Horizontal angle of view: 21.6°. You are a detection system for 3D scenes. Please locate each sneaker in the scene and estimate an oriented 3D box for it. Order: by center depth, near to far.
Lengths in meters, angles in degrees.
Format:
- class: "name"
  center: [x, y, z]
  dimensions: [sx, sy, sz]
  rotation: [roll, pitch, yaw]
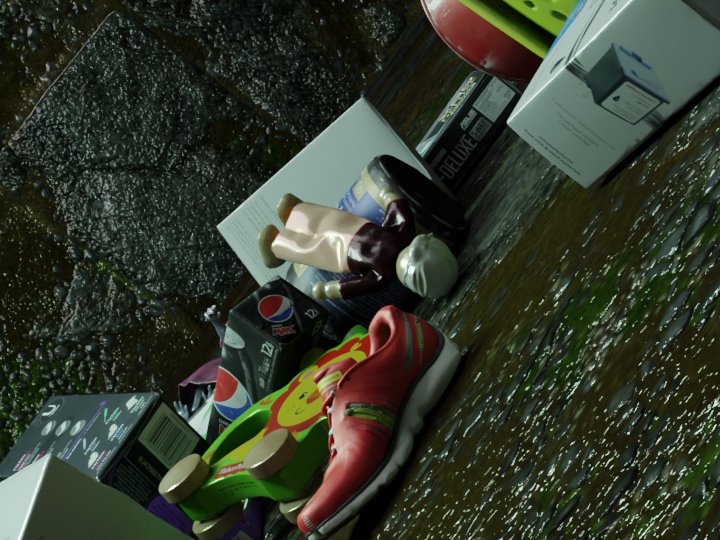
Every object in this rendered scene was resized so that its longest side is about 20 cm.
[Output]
- class: "sneaker"
  center: [-0.004, 0.108, 1.351]
  dimensions: [0.201, 0.085, 0.077]
  rotation: [-58, 8, -36]

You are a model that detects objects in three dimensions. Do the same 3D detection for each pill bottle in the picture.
- class: "pill bottle"
  center: [0.000, 0.000, 1.773]
  dimensions: [0.200, 0.112, 0.112]
  rotation: [-51, 7, 16]

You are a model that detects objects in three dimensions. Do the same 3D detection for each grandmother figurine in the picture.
- class: "grandmother figurine"
  center: [0.005, -0.020, 1.664]
  dimensions: [0.199, 0.060, 0.122]
  rotation: [18, 78, 39]

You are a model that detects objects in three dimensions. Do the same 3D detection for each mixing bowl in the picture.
- class: "mixing bowl"
  center: [0.159, -0.284, 1.711]
  dimensions: [0.201, 0.200, 0.108]
  rotation: [-57, 6, -27]

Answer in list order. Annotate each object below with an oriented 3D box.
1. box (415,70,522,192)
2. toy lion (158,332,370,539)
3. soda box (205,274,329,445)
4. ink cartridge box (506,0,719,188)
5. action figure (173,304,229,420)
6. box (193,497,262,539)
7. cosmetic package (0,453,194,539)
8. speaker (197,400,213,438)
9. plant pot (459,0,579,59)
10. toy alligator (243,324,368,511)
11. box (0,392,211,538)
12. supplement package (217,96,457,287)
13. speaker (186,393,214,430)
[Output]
- class: "box"
  center: [0.091, -0.124, 2.045]
  dimensions: [0.201, 0.050, 0.158]
  rotation: [-54, 6, 2]
- class: "toy lion"
  center: [-0.053, 0.128, 1.577]
  dimensions: [0.199, 0.069, 0.192]
  rotation: [-21, 25, 47]
- class: "soda box"
  center: [-0.089, 0.102, 1.720]
  dimensions: [0.071, 0.063, 0.201]
  rotation: [-38, -25, -39]
- class: "ink cartridge box"
  center: [0.206, -0.171, 1.312]
  dimensions: [0.147, 0.086, 0.200]
  rotation: [-58, 6, -36]
- class: "action figure"
  center: [-0.126, 0.118, 2.285]
  dimensions: [0.200, 0.133, 0.150]
  rotation: [-43, -45, -42]
- class: "box"
  center: [-0.163, 0.292, 1.728]
  dimensions: [0.201, 0.039, 0.137]
  rotation: [-53, 6, 5]
- class: "cosmetic package"
  center: [-0.272, 0.300, 1.626]
  dimensions: [0.165, 0.164, 0.201]
  rotation: [-30, 34, 43]
- class: "speaker"
  center: [-0.100, 0.137, 1.887]
  dimensions: [0.088, 0.088, 0.200]
  rotation: [-47, 9, 43]
- class: "plant pot"
  center: [0.190, -0.280, 1.552]
  dimensions: [0.201, 0.198, 0.182]
  rotation: [-57, 1, -27]
- class: "toy alligator"
  center: [-0.047, 0.138, 1.672]
  dimensions: [0.201, 0.059, 0.054]
  rotation: [-55, -34, -3]
- class: "box"
  center: [-0.234, 0.193, 1.781]
  dimensions: [0.199, 0.122, 0.106]
  rotation: [-6, 43, 50]
- class: "supplement package"
  center: [-0.022, -0.057, 1.896]
  dimensions: [0.200, 0.118, 0.117]
  rotation: [-41, -18, 7]
- class: "speaker"
  center: [-0.183, 0.215, 1.949]
  dimensions: [0.200, 0.081, 0.081]
  rotation: [-46, 1, -36]
